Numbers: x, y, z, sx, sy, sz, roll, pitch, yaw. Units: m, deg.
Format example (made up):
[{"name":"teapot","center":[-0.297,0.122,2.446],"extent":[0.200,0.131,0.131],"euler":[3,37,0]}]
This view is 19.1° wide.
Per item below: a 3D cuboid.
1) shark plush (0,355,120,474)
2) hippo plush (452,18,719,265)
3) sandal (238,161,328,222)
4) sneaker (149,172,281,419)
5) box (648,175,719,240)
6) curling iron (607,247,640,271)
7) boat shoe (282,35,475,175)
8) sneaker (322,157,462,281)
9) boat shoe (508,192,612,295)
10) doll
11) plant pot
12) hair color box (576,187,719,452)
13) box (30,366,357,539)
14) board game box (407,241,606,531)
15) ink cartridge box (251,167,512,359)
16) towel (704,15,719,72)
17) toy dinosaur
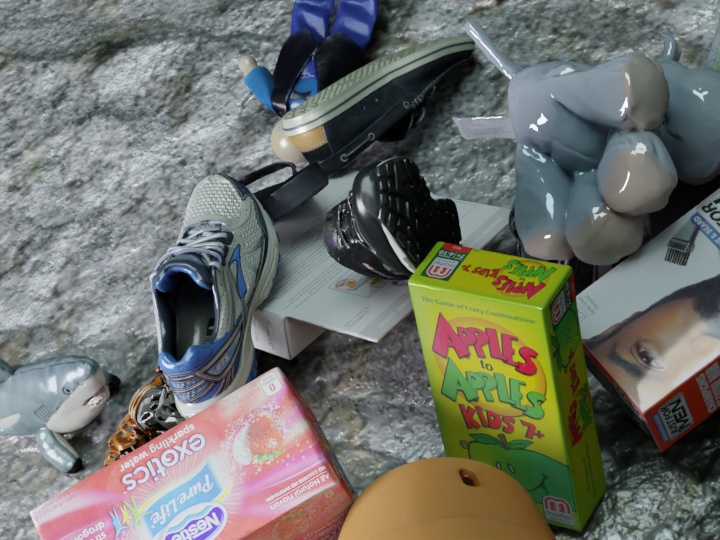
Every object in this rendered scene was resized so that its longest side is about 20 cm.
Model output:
[{"name":"shark plush","center":[-0.276,0.082,1.689],"extent":[0.199,0.084,0.091],"euler":[18,62,32]},{"name":"hippo plush","center":[0.189,-0.088,1.540],"extent":[0.160,0.161,0.199],"euler":[-4,15,-40]},{"name":"sandal","center":[-0.074,-0.064,1.679],"extent":[0.076,0.043,0.200],"euler":[-37,5,-20]},{"name":"sneaker","center":[-0.108,0.006,1.530],"extent":[0.076,0.085,0.201],"euler":[-13,54,18]},{"name":"box","center":[0.309,-0.037,1.569],"extent":[0.192,0.048,0.201],"euler":[-8,51,15]},{"name":"curling iron","center":[0.175,-0.046,1.641],"extent":[0.050,0.025,0.201],"euler":[-53,37,27]},{"name":"boat shoe","center":[0.021,-0.138,1.749],"extent":[0.200,0.063,0.074],"euler":[-34,15,-34]},{"name":"sneaker","center":[0.010,-0.024,1.482],"extent":[0.087,0.200,0.076],"euler":[-6,77,14]},{"name":"boat shoe","center":[0.143,-0.039,1.595],"extent":[0.072,0.067,0.202],"euler":[-25,54,46]},{"name":"doll","center":[-0.040,-0.177,1.822],"extent":[0.135,0.049,0.201],"euler":[5,61,14]},{"name":"plant pot","center":[0.057,0.218,1.387],"extent":[0.199,0.201,0.140],"euler":[-17,31,8]},{"name":"hair color box","center":[0.249,0.018,1.481],"extent":[0.200,0.064,0.111],"euler":[-38,53,-3]},{"name":"box","center":[-0.108,0.170,1.453],"extent":[0.199,0.095,0.103],"euler":[-29,62,0]},{"name":"board game box","center":[0.102,0.080,1.453],"extent":[0.101,0.201,0.048],"euler":[12,43,30]},{"name":"ink cartridge box","center":[0.000,0.000,1.620],"extent":[0.175,0.045,0.200],"euler":[16,39,33]},{"name":"towel","center":[0.366,-0.180,1.627],"extent":[0.198,0.048,0.171],"euler":[-5,29,22]},{"name":"toy dinosaur","center":[-0.130,0.117,1.617],"extent":[0.135,0.102,0.201],"euler":[20,80,50]}]
